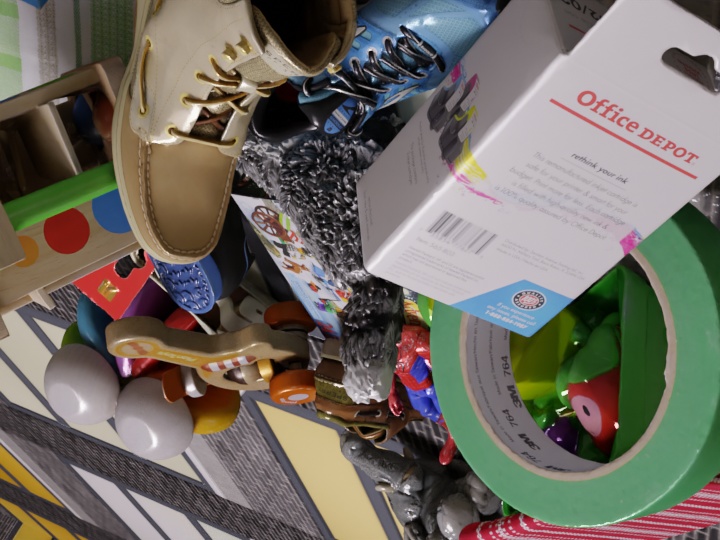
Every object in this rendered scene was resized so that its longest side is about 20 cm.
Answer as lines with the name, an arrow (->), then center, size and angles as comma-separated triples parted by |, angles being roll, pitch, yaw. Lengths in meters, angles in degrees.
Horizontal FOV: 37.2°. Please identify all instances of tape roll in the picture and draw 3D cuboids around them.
tape roll -> 0.129, 0.044, 0.624 | 0.048, 0.204, 0.199 | 2, 177, -44

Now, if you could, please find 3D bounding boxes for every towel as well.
towel -> 0.179, 0.165, 0.729 | 0.143, 0.023, 0.199 | 13, 149, -35
towel -> -0.185, -0.138, 0.753 | 0.198, 0.031, 0.151 | 22, 124, 20

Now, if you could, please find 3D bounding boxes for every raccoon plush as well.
raccoon plush -> -0.038, -0.026, 0.680 | 0.132, 0.203, 0.097 | 4, 159, 18

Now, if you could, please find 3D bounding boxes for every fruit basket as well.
fruit basket -> 0.129, 0.078, 0.746 | 0.212, 0.157, 0.216 | 8, 155, 4

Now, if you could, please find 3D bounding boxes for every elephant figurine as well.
elephant figurine -> 0.084, 0.243, 1.100 | 0.140, 0.158, 0.199 | -6, -176, -31

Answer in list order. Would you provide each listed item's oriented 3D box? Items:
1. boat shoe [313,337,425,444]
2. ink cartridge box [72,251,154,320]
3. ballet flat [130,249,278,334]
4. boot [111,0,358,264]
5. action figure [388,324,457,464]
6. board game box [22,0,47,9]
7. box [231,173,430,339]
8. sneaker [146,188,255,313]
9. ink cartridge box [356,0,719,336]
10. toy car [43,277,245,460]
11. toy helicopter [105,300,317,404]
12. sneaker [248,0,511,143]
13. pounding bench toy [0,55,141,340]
boat shoe -> 0.008, 0.114, 0.934 | 0.071, 0.069, 0.200 | 11, 168, 29
ink cartridge box -> -0.262, -0.054, 0.905 | 0.200, 0.050, 0.161 | 42, 128, -1
ballet flat -> -0.134, 0.029, 0.973 | 0.199, 0.068, 0.062 | 39, -168, -16
boot -> -0.068, -0.095, 0.562 | 0.072, 0.203, 0.155 | 4, -174, -34
action figure -> 0.054, 0.097, 0.860 | 0.065, 0.052, 0.201 | 10, 145, 39
board game box -> -0.265, -0.274, 0.615 | 0.198, 0.056, 0.196 | 26, 152, 7
box -> 0.000, 0.000, 0.837 | 0.135, 0.038, 0.201 | 10, 147, 34
sneaker -> -0.144, -0.070, 0.834 | 0.069, 0.078, 0.202 | -5, 115, 33
ink cartridge box -> 0.099, -0.063, 0.527 | 0.114, 0.068, 0.200 | 21, 133, -26
toy car -> -0.203, 0.074, 1.055 | 0.198, 0.175, 0.152 | 22, 122, 15
toy helicopter -> -0.132, 0.071, 0.896 | 0.131, 0.080, 0.199 | -24, 152, 36
sneaker -> 0.010, -0.107, 0.588 | 0.199, 0.091, 0.078 | -10, 134, 48
pounding bench toy -> -0.181, -0.048, 0.646 | 0.199, 0.155, 0.126 | 12, 125, 62
